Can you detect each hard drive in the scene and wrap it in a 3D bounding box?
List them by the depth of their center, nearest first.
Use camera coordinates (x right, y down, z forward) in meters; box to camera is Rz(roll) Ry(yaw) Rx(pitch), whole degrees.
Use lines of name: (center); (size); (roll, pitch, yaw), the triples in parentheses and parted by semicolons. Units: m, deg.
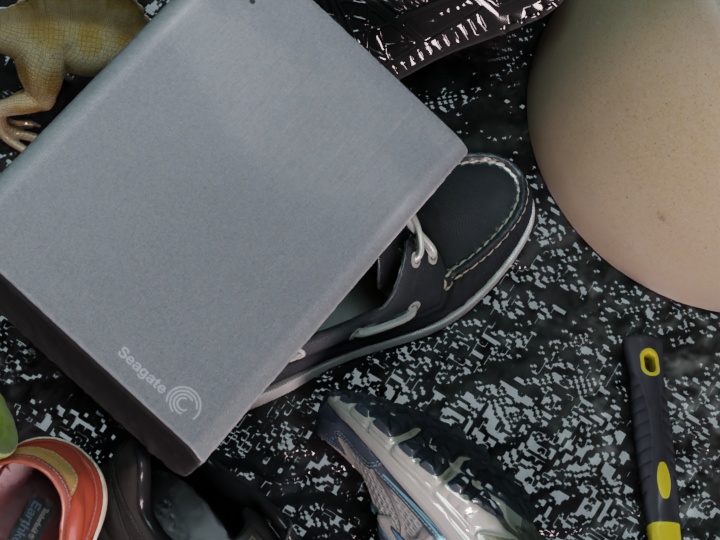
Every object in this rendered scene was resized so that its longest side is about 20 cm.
hard drive: (-0.063, -0.030, 1.162); (0.140, 0.033, 0.200); (43, 60, -4)

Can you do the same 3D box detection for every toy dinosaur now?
toy dinosaur: (-0.139, -0.101, 1.236); (0.199, 0.101, 0.058); (3, 62, -11)

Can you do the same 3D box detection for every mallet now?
mallet: (0.144, 0.122, 1.225); (0.066, 0.041, 0.201); (11, 60, -11)

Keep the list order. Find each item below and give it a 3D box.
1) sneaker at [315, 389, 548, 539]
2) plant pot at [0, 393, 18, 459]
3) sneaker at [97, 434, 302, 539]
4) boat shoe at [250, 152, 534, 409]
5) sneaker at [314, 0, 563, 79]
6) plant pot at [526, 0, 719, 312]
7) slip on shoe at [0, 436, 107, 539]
sneaker: (0.039, 0.131, 1.179); (0.200, 0.078, 0.086); (44, 105, 29)
plant pot: (-0.273, 0.062, 1.096); (0.190, 0.200, 0.200); (-42, 77, 3)
sneaker: (-0.039, 0.145, 1.152); (0.200, 0.091, 0.076); (41, 63, 8)
boat shoe: (0.000, 0.000, 1.238); (0.200, 0.060, 0.076); (-34, 76, -21)
sneaker: (0.037, -0.145, 1.307); (0.199, 0.060, 0.104); (-17, 30, 12)
plant pot: (0.187, -0.098, 1.272); (0.199, 0.135, 0.201); (3, 65, -7)
slip on shoe: (-0.169, 0.157, 1.124); (0.074, 0.061, 0.200); (28, 85, 11)
